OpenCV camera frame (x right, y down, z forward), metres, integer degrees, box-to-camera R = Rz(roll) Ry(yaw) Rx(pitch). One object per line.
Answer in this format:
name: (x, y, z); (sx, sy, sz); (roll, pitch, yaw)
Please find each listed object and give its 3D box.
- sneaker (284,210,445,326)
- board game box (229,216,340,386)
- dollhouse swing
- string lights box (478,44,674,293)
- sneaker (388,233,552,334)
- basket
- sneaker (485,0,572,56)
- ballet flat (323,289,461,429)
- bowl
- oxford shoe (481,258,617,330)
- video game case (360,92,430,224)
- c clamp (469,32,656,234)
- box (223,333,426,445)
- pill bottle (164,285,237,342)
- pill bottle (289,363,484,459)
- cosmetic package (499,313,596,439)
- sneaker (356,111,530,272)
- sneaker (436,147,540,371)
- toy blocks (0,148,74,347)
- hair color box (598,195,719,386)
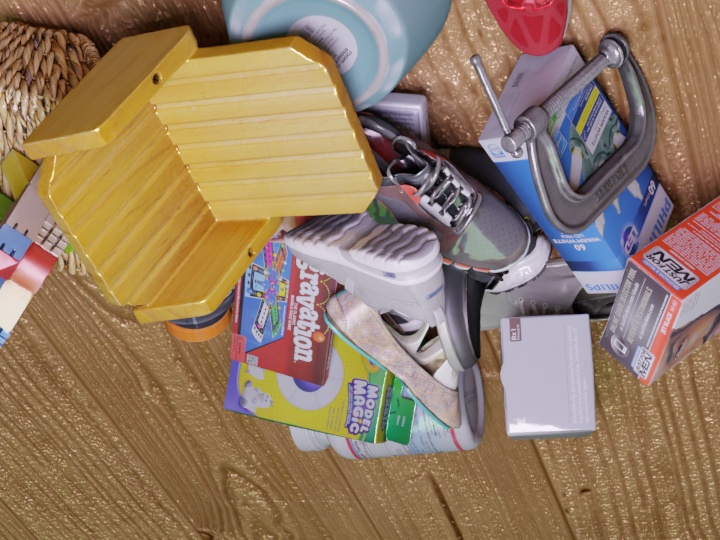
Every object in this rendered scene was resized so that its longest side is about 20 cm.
sneaker: (0.000, 0.000, 1.053); (0.199, 0.074, 0.083); (24, 137, 56)
board game box: (-0.070, 0.016, 1.196); (0.102, 0.020, 0.202); (15, 125, 9)
dollhouse swing: (-0.111, -0.066, 0.971); (0.174, 0.182, 0.201); (12, 142, 35)
string lights box: (0.189, -0.082, 1.067); (0.058, 0.103, 0.200); (-3, 139, 44)
sneaker: (0.086, -0.004, 1.207); (0.199, 0.074, 0.080); (-28, 113, 28)
basket: (-0.255, -0.108, 1.106); (0.147, 0.144, 0.202); (9, 131, 5)
sneaker: (0.113, -0.223, 0.937); (0.077, 0.116, 0.201); (-9, 132, 20)
ballet flat: (0.051, 0.079, 1.189); (0.067, 0.068, 0.200); (-42, 121, 10)
bowl: (-0.029, -0.203, 0.995); (0.198, 0.106, 0.202); (6, 136, 6)
oxford shoe: (0.181, 0.030, 1.224); (0.198, 0.058, 0.075); (-12, 136, 26)
video game case: (-0.030, -0.084, 1.140); (0.197, 0.023, 0.184); (6, 130, 17)
c clamp: (0.177, -0.124, 0.993); (0.027, 0.199, 0.173); (0, 117, 46)
box: (-0.035, 0.106, 1.276); (0.197, 0.119, 0.048); (10, 180, 17)
pill bottle: (-0.170, -0.022, 1.206); (0.105, 0.107, 0.202); (4, 136, 7)
pill bottle: (0.027, 0.145, 1.334); (0.197, 0.110, 0.109); (-7, 134, 18)
cosmetic package: (0.175, 0.104, 1.169); (0.089, 0.109, 0.200); (-3, 173, 6)
sneaker: (0.056, -0.063, 1.035); (0.198, 0.078, 0.082); (31, 175, -4)
sneaker: (0.119, -0.013, 1.101); (0.105, 0.203, 0.075); (-2, 171, 13)
toy blocks: (-0.287, -0.002, 1.017); (0.099, 0.138, 0.200); (33, 129, -16)
hair color box: (0.302, 0.001, 1.075); (0.064, 0.199, 0.112); (43, 146, 29)
